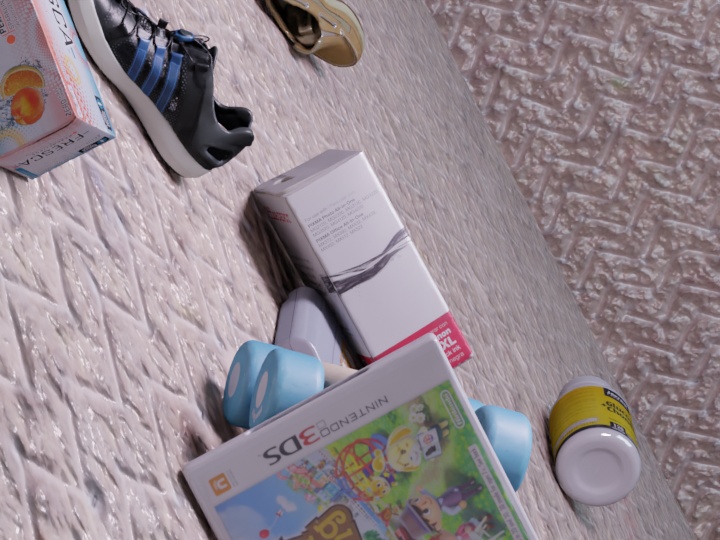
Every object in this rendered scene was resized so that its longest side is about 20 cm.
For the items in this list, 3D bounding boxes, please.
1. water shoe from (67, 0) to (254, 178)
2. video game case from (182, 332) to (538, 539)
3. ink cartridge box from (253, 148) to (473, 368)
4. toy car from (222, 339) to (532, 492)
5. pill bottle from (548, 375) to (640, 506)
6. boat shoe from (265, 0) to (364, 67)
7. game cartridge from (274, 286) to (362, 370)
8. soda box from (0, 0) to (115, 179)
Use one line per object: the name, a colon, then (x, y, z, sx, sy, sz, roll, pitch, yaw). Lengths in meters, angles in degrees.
water shoe: (-0.148, -0.162, 1.607, 0.201, 0.078, 0.072, 57, 13, -35)
video game case: (0.012, 0.170, 1.367, 0.201, 0.181, 0.022, 63, -2, -11)
ink cartridge box: (0.000, 0.000, 1.825, 0.201, 0.083, 0.145, 62, -9, -9)
toy car: (-0.009, 0.168, 1.455, 0.177, 0.183, 0.202, -173, -81, -75)
pill bottle: (0.305, 0.217, 2.829, 0.113, 0.111, 0.200, 61, 12, -20)
boat shoe: (-0.057, -0.264, 2.331, 0.200, 0.071, 0.077, 40, 41, -50)
game cartridge: (-0.009, 0.122, 1.760, 0.201, 0.041, 0.133, 62, 7, -18)
soda box: (-0.220, -0.161, 1.309, 0.202, 0.063, 0.068, 68, 11, 13)
